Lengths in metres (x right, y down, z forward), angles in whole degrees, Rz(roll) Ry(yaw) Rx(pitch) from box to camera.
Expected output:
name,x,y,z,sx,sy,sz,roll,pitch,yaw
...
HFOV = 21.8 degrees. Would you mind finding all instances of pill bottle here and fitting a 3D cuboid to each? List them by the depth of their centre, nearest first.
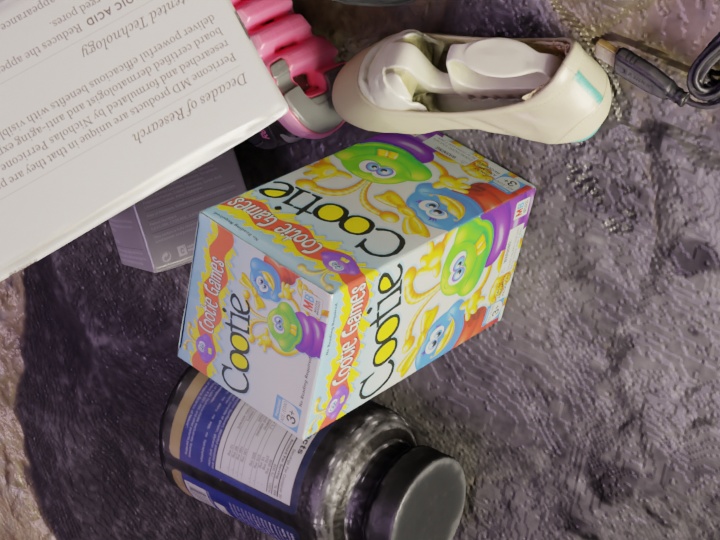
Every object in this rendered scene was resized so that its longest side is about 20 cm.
name,x,y,z,sx,sy,sz,roll,pitch,yaw
pill bottle,-0.032,0.132,1.266,0.199,0.112,0.113,21,121,33

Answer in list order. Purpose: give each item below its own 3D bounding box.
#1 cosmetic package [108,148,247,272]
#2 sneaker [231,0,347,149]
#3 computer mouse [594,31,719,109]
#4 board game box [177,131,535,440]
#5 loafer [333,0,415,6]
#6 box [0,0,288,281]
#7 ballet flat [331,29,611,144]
name,x,y,z,sx,sy,sz,roll,pitch,yaw
cosmetic package,-0.145,-0.106,1.258,0.107,0.089,0.202,-164,59,-70
sneaker,-0.082,-0.167,1.217,0.095,0.079,0.201,-28,87,59
computer mouse,0.152,-0.181,1.018,0.199,0.046,0.141,34,124,11
board game box,0.000,0.000,1.119,0.103,0.199,0.106,31,127,27
loafer,-0.046,-0.219,1.126,0.199,0.068,0.071,26,156,11
box,-0.166,-0.097,1.092,0.131,0.199,0.199,61,172,-7
ballet flat,0.054,-0.117,1.110,0.199,0.069,0.070,6,112,34
